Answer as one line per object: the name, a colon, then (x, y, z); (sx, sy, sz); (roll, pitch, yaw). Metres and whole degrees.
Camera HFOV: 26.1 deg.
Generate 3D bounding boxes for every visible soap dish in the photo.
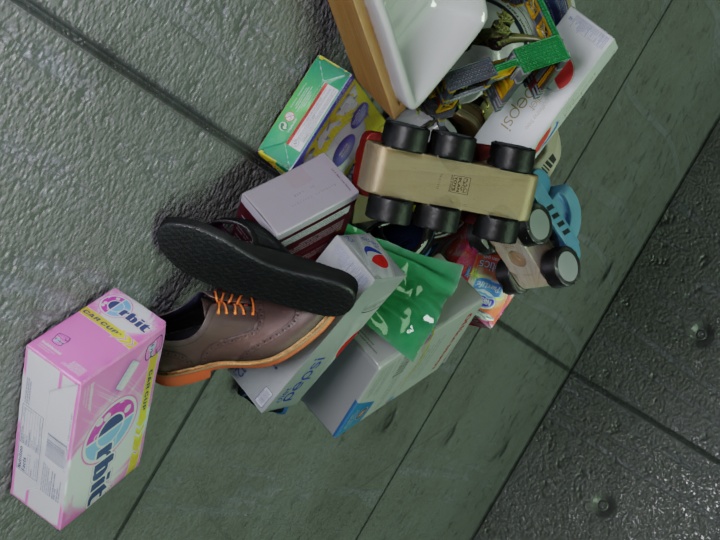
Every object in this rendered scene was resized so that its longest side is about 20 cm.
soap dish: (0.039, -0.268, 1.467); (0.158, 0.081, 0.201); (-52, 145, -22)

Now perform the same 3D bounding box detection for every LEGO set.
LEGO set: (0.118, -0.230, 1.643); (0.199, 0.155, 0.116); (-28, 170, -21)

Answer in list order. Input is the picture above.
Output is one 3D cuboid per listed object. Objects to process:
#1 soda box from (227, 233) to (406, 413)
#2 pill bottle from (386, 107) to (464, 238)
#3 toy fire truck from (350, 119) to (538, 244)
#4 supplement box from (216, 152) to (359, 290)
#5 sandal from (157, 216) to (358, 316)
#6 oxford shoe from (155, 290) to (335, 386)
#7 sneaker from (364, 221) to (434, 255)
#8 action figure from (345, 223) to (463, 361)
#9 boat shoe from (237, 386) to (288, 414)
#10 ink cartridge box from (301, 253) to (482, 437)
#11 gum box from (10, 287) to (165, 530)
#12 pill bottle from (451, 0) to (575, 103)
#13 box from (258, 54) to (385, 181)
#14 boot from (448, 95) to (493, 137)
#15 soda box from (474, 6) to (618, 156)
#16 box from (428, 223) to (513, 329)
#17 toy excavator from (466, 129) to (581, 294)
soda box: (-0.045, 0.054, 1.587); (0.200, 0.064, 0.068); (-50, 159, 23)
pill bottle: (0.077, -0.106, 1.831); (0.110, 0.109, 0.200); (-56, 161, -8)
toy fire truck: (0.066, -0.086, 1.588); (0.200, 0.174, 0.130); (-139, -121, -70)
supplement box: (-0.078, -0.017, 1.562); (0.108, 0.061, 0.201); (-29, 156, -32)
sandal: (-0.097, -0.010, 1.454); (0.075, 0.199, 0.048); (-49, -153, 48)
oxford shoe: (-0.118, 0.051, 1.495); (0.198, 0.072, 0.073); (-20, 136, -1)
sneaker: (-0.004, -0.006, 1.759); (0.199, 0.070, 0.078); (-33, 167, -9)
action figure: (0.000, 0.000, 1.687); (0.119, 0.199, 0.055); (-62, -164, -5)
boat shoe: (-0.094, 0.092, 1.730); (0.085, 0.068, 0.201); (-84, -168, -51)
ink cartridge box: (0.033, 0.085, 1.811); (0.199, 0.085, 0.145); (-28, 158, -42)
gum box: (-0.248, 0.130, 1.406); (0.113, 0.066, 0.201); (-37, 152, -46)
pill bottle: (0.156, -0.270, 1.782); (0.200, 0.110, 0.112); (-41, 155, -42)
box: (-0.031, -0.132, 1.607); (0.118, 0.048, 0.200); (-57, 163, -2)
boot: (0.146, -0.215, 1.872); (0.156, 0.072, 0.200); (-57, 175, -6)
soda box: (0.207, -0.196, 1.766); (0.201, 0.064, 0.068); (-53, 168, 7)
box: (0.117, 0.001, 1.971); (0.100, 0.095, 0.200); (-55, -159, -10)
toy excavator: (0.211, -0.099, 1.864); (0.099, 0.195, 0.200); (-12, -148, 47)
